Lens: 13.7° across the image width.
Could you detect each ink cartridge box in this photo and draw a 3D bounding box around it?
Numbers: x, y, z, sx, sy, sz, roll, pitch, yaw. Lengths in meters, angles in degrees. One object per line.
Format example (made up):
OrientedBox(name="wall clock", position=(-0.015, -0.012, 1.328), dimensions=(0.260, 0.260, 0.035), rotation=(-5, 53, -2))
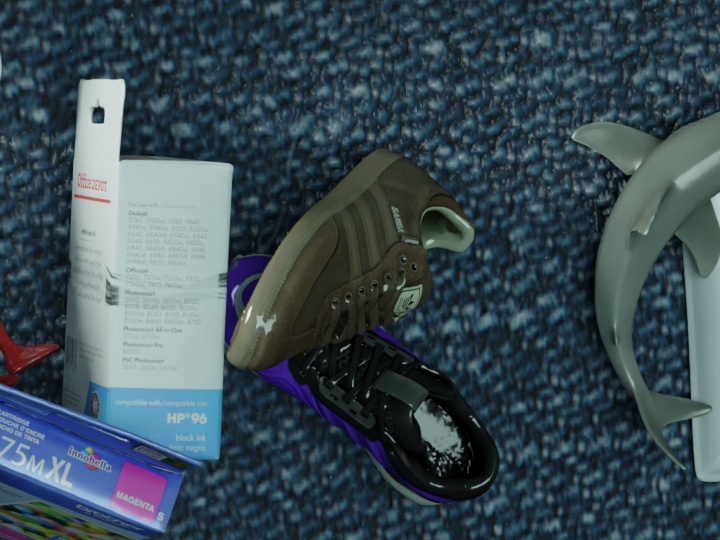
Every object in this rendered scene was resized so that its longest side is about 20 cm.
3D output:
OrientedBox(name="ink cartridge box", position=(-0.117, -0.003, 1.632), dimensions=(0.067, 0.116, 0.201), rotation=(2, 93, -18))
OrientedBox(name="ink cartridge box", position=(-0.170, 0.109, 1.577), dimensions=(0.119, 0.200, 0.042), rotation=(24, 69, -16))

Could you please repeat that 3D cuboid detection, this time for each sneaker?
OrientedBox(name="sneaker", position=(0.000, 0.000, 1.640), dimensions=(0.075, 0.071, 0.200), rotation=(31, 42, 8))
OrientedBox(name="sneaker", position=(0.005, 0.060, 1.681), dimensions=(0.200, 0.099, 0.070), rotation=(39, 79, -16))

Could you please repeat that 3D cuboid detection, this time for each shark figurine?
OrientedBox(name="shark figurine", position=(0.168, -0.005, 1.733), dimensions=(0.128, 0.090, 0.215), rotation=(17, 95, 1))

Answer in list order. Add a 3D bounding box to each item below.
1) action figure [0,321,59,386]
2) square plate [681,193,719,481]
OrientedBox(name="action figure", position=(-0.235, -0.028, 1.616), dimensions=(0.052, 0.065, 0.200), rotation=(-30, 86, -43))
OrientedBox(name="square plate", position=(0.291, 0.020, 1.809), dimensions=(0.197, 0.028, 0.201), rotation=(-5, 94, -18))
